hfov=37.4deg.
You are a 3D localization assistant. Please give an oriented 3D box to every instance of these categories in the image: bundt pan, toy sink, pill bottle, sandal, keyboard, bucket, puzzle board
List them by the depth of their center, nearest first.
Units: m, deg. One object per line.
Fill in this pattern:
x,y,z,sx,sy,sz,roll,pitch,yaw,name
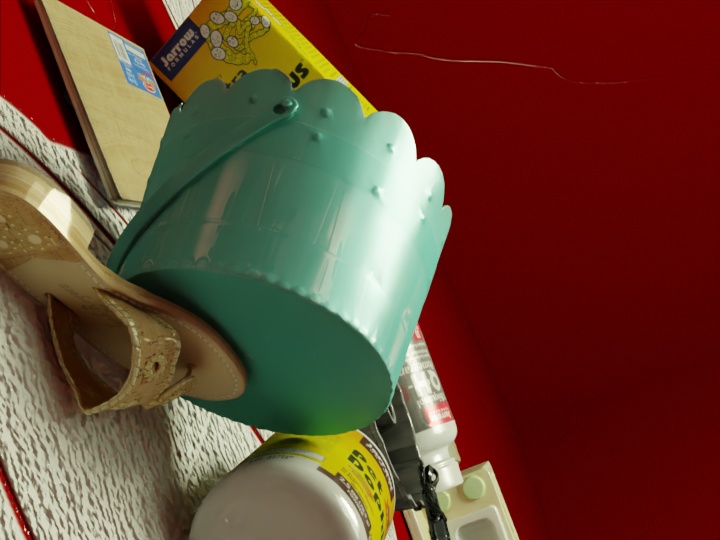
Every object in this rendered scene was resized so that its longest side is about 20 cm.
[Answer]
-0.139,0.039,0.553,0.212,0.077,0.070,53,36,-41,sandal
-0.051,-0.002,0.648,0.208,0.204,0.136,59,38,-44,bucket
-0.035,0.160,0.696,0.200,0.108,0.111,-18,86,-82,pill bottle
-0.178,-0.115,0.805,0.200,0.017,0.152,-3,70,-82,puzzle board
0.071,0.240,0.910,0.200,0.020,0.129,-102,-179,-77,keyboard
-0.005,0.144,1.027,0.202,0.075,0.205,-20,90,-81,bundt pan
0.043,0.155,1.191,0.111,0.109,0.202,30,39,-76,pill bottle
0.137,0.326,1.349,0.200,0.111,0.132,29,39,-77,toy sink

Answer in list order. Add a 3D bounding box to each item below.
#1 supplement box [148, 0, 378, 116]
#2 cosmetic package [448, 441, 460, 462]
-0.082,-0.165,0.995,0.200,0.109,0.110,43,12,-7,supplement box
0.066,0.206,1.347,0.200,0.072,0.105,40,30,-75,cosmetic package
